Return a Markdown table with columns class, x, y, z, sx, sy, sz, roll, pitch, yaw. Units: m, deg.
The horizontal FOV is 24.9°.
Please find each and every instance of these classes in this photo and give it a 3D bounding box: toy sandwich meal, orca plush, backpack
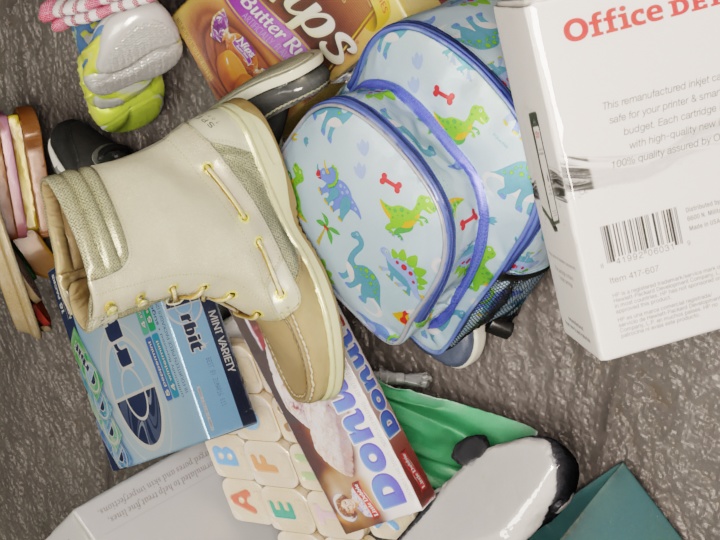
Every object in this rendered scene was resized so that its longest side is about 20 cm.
| class | x | y | z | sx | sy | sz | roll | pitch | yaw |
| --- | --- | --- | --- | --- | --- | --- | --- | --- | --- |
| toy sandwich meal | -0.283 | -0.043 | 1.373 | 0.205 | 0.070 | 0.206 | 162 | 90 | -79 |
| orca plush | 0.086 | 0.184 | 1.097 | 0.200 | 0.071 | 0.105 | -54 | 38 | 20 |
| backpack | 0.048 | -0.061 | 1.026 | 0.183 | 0.147 | 0.200 | 49 | 135 | 16 |

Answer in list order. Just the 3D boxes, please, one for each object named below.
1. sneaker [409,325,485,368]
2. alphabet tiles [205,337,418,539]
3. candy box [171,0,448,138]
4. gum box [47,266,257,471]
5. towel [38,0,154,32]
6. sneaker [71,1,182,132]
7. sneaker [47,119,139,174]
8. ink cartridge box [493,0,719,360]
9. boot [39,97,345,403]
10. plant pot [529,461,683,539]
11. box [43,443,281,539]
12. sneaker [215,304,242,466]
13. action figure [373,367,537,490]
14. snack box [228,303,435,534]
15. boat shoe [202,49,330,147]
| class | x | y | z | sx | sy | sz | roll | pitch | yaw |
| --- | --- | --- | --- | --- | --- | --- | --- | --- | --- |
| sneaker | 0.000 | 0.000 | 1.145 | 0.200 | 0.084 | 0.075 | 46 | 133 | 18 |
| alphabet tiles | -0.046 | 0.140 | 1.186 | 0.195 | 0.015 | 0.201 | 0 | 116 | 43 |
| candy box | -0.038 | -0.180 | 1.122 | 0.200 | 0.056 | 0.117 | -34 | 83 | 45 |
| gum box | -0.161 | 0.054 | 1.218 | 0.200 | 0.044 | 0.171 | -24 | 84 | 60 |
| towel | -0.126 | -0.235 | 1.117 | 0.200 | 0.147 | 0.030 | -8 | 133 | 44 |
| sneaker | -0.187 | -0.179 | 1.215 | 0.200 | 0.075 | 0.105 | 129 | 121 | -68 |
| sneaker | -0.159 | -0.068 | 1.289 | 0.200 | 0.076 | 0.088 | 43 | 118 | 15 |
| ink cartridge box | 0.170 | -0.069 | 0.904 | 0.084 | 0.145 | 0.201 | -131 | 27 | -78 |
| boot | -0.102 | 0.011 | 1.003 | 0.072 | 0.154 | 0.201 | -1 | 111 | 59 |
| plant pot | 0.169 | 0.265 | 1.075 | 0.200 | 0.141 | 0.141 | 47 | 135 | 2 |
| box | -0.129 | 0.257 | 1.300 | 0.200 | 0.199 | 0.131 | 56 | 135 | 9 |
| sneaker | -0.091 | 0.066 | 1.245 | 0.099 | 0.078 | 0.201 | 19 | 117 | -2 |
| action figure | 0.025 | 0.111 | 1.164 | 0.199 | 0.055 | 0.118 | 24 | 123 | 13 |
| snack box | -0.024 | 0.078 | 1.102 | 0.072 | 0.024 | 0.201 | -24 | 96 | 35 |
| boat shoe | -0.075 | -0.092 | 1.114 | 0.068 | 0.072 | 0.200 | 55 | 140 | -4 |
